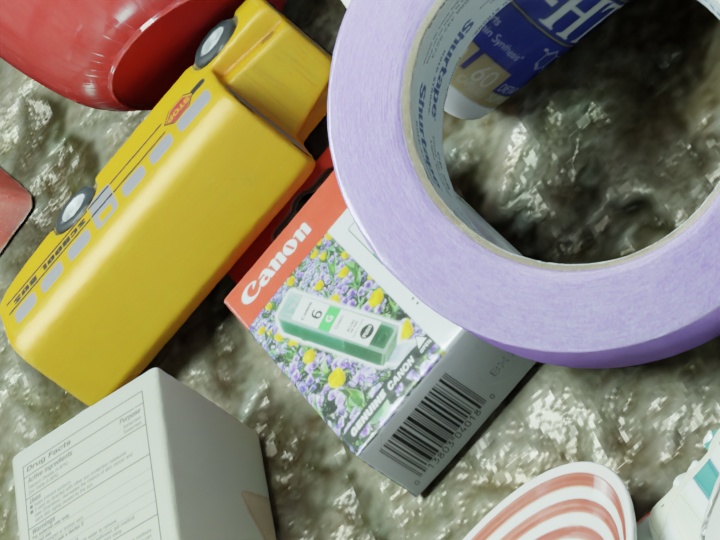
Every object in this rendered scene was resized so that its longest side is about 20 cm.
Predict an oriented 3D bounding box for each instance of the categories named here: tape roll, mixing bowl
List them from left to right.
[{"bbox_3d":[-0.107,-0.151,1.223,0.200,0.200,0.108,-39,69,17],"label":"mixing bowl"},{"bbox_3d":[0.090,-0.063,0.976,0.200,0.066,0.201,-2,82,15],"label":"tape roll"}]

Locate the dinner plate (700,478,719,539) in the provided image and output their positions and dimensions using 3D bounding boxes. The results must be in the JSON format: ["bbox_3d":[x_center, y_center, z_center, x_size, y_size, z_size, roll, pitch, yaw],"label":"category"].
[{"bbox_3d":[0.207,0.100,0.796,0.200,0.024,0.201,-7,66,17],"label":"dinner plate"}]

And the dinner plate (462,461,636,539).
[{"bbox_3d":[0.047,0.164,0.927,0.200,0.024,0.200,-50,17,20],"label":"dinner plate"}]

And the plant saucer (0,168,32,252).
[{"bbox_3d":[-0.296,-0.004,1.391,0.200,0.037,0.200,-54,42,1],"label":"plant saucer"}]

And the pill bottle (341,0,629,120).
[{"bbox_3d":[0.089,-0.171,1.081,0.200,0.120,0.120,-39,43,18],"label":"pill bottle"}]

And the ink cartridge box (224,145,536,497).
[{"bbox_3d":[0.000,0.000,1.100,0.109,0.050,0.200,-50,42,5],"label":"ink cartridge box"}]

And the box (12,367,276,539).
[{"bbox_3d":[-0.087,0.153,1.058,0.095,0.078,0.200,-32,46,24],"label":"box"}]

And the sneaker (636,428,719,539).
[{"bbox_3d":[0.142,0.075,0.902,0.093,0.070,0.200,-8,61,33],"label":"sneaker"}]

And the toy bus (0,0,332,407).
[{"bbox_3d":[-0.087,-0.033,1.178,0.200,0.065,0.078,-49,23,6],"label":"toy bus"}]
